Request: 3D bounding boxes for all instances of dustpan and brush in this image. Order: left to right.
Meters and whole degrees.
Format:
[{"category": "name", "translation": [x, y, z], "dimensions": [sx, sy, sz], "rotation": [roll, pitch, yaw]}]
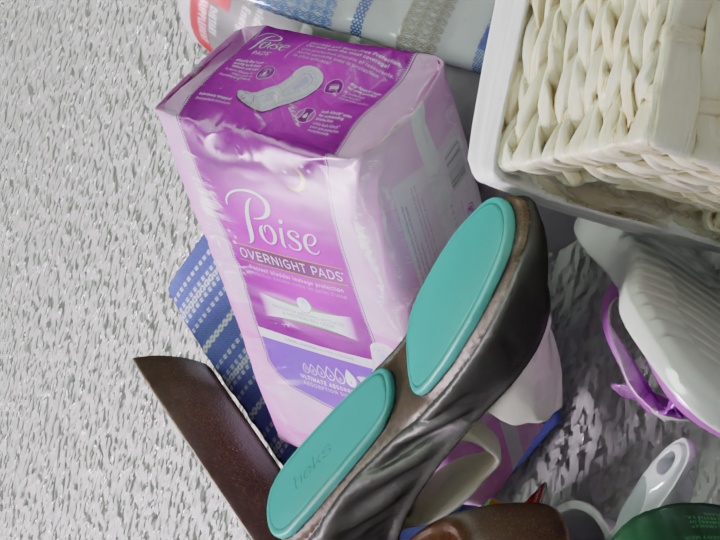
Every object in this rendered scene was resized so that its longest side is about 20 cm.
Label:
[{"category": "dustpan and brush", "translation": [0.098, 0.130, 1.058], "dimensions": [0.200, 0.057, 0.140], "rotation": [-55, 30, 42]}]

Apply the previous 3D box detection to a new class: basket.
[{"category": "basket", "translation": [0.140, -0.116, 1.013], "dimensions": [0.123, 0.135, 0.201], "rotation": [-5, 72, 65]}]

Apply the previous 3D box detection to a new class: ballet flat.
[{"category": "ballet flat", "translation": [0.035, 0.048, 1.071], "dimensions": [0.200, 0.068, 0.068], "rotation": [-52, 27, 37]}]

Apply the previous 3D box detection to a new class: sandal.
[{"category": "sandal", "translation": [0.121, 0.031, 1.041], "dimensions": [0.050, 0.082, 0.203], "rotation": [-57, 14, 16]}]

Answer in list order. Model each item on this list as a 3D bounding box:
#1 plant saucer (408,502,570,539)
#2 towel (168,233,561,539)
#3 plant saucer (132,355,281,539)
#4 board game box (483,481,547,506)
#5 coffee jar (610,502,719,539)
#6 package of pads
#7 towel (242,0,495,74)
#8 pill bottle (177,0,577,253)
[{"category": "plant saucer", "translation": [0.012, 0.171, 1.038], "dimensions": [0.201, 0.034, 0.200], "rotation": [-55, 12, 18]}, {"category": "towel", "translation": [-0.002, 0.035, 1.264], "dimensions": [0.145, 0.024, 0.200], "rotation": [-51, 62, 30]}, {"category": "plant saucer", "translation": [-0.042, 0.117, 1.295], "dimensions": [0.032, 0.201, 0.200], "rotation": [-35, 25, -3]}, {"category": "board game box", "translation": [0.025, 0.182, 1.147], "dimensions": [0.201, 0.030, 0.096], "rotation": [-61, -2, -17]}, {"category": "coffee jar", "translation": [0.132, 0.178, 0.914], "dimensions": [0.200, 0.085, 0.105], "rotation": [-110, 39, -54]}, {"category": "package of pads", "translation": [0.000, 0.000, 1.144], "dimensions": [0.120, 0.201, 0.076], "rotation": [13, 45, 37]}, {"category": "towel", "translation": [0.021, -0.163, 1.138], "dimensions": [0.147, 0.199, 0.024], "rotation": [-64, -19, -18]}, {"category": "pill bottle", "translation": [0.027, -0.100, 1.184], "dimensions": [0.200, 0.114, 0.114], "rotation": [35, 116, 23]}]
